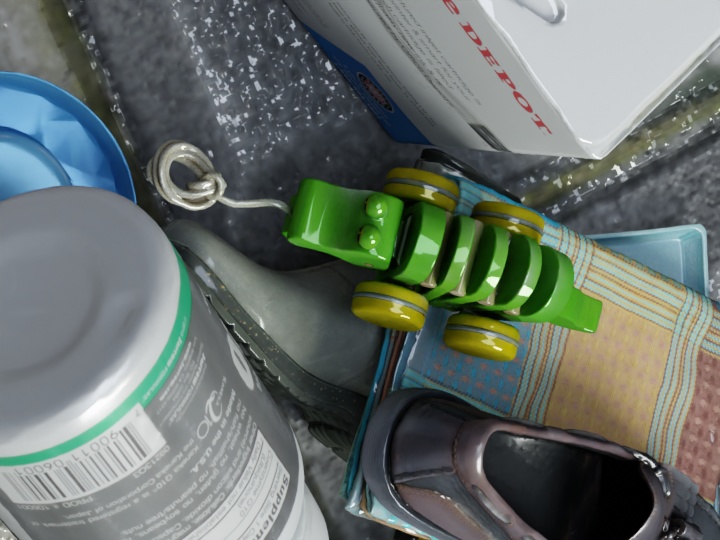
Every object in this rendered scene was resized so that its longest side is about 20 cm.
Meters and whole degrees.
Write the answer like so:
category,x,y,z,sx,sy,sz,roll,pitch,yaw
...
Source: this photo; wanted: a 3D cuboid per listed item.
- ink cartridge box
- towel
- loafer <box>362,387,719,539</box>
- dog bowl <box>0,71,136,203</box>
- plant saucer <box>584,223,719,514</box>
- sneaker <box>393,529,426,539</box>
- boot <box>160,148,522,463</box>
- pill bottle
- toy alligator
category,x,y,z,sx,sy,sz,roll,pitch,yaw
ink cartridge box,0.038,-0.125,0.992,0.084,0.200,0.145,-43,108,-13
towel,0.087,0.057,1.073,0.199,0.022,0.148,23,76,-36
loafer,0.090,0.100,1.022,0.199,0.063,0.072,24,75,-37
dog bowl,-0.181,0.008,0.998,0.200,0.050,0.112,-45,109,-13
plant saucer,0.128,0.081,1.145,0.070,0.019,0.201,-6,98,-21
sneaker,0.034,0.185,1.084,0.082,0.078,0.201,33,82,-22
boot,0.000,0.000,1.056,0.200,0.068,0.131,40,75,-38
pill bottle,-0.088,0.068,0.966,0.113,0.113,0.200,-44,142,-13
toy alligator,0.015,-0.012,0.980,0.199,0.054,0.060,19,77,-20
